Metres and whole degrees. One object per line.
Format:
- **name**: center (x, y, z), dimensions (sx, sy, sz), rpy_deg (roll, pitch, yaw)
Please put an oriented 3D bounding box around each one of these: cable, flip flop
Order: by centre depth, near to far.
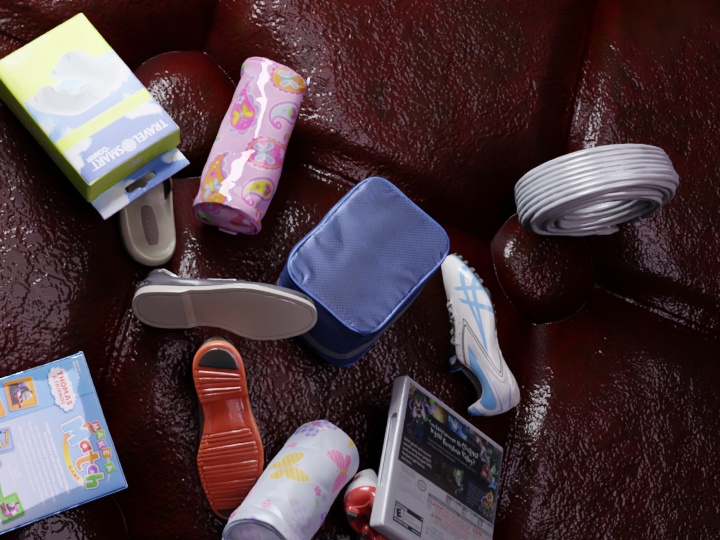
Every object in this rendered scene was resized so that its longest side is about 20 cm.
- **flip flop**: center (-0.240, -0.104, 1.641), dimensions (0.081, 0.058, 0.200), rpy_deg (-8, 83, -28)
- **cable**: center (0.288, -0.098, 1.831), dimensions (0.200, 0.200, 0.069), rpy_deg (-5, 76, -26)

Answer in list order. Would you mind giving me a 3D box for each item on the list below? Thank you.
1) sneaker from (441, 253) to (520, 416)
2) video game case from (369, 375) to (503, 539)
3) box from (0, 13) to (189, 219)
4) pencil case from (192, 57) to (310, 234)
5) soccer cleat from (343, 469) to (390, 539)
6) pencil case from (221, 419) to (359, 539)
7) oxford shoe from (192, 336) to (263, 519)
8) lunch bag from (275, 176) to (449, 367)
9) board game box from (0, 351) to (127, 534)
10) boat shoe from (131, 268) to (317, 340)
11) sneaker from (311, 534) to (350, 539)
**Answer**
- **sneaker**: center (0.130, 0.077, 1.788), dimensions (0.072, 0.072, 0.200), rpy_deg (-16, 80, -9)
- **video game case**: center (0.090, 0.243, 1.696), dimensions (0.200, 0.023, 0.182), rpy_deg (39, 50, -38)
- **box**: center (-0.286, -0.165, 1.597), dimensions (0.122, 0.048, 0.200), rpy_deg (-36, 76, -22)
- **pencil case**: center (-0.123, -0.141, 1.698), dimensions (0.087, 0.087, 0.200), rpy_deg (24, 68, -21)
- **soccer cleat**: center (0.034, 0.316, 1.685), dimensions (0.069, 0.085, 0.200), rpy_deg (-20, 108, 11)
- **pencil case**: center (-0.070, 0.245, 1.595), dimensions (0.200, 0.083, 0.091), rpy_deg (-54, 140, -54)
- **oxford shoe**: center (-0.142, 0.169, 1.626), dimensions (0.071, 0.073, 0.200), rpy_deg (-3, 100, -4)
- **lunch bag**: center (0.000, 0.000, 1.703), dimensions (0.136, 0.132, 0.200), rpy_deg (43, 63, 5)
- **board game box**: center (-0.355, 0.184, 1.530), dimensions (0.200, 0.037, 0.151), rpy_deg (-17, 87, -29)
- **boat shoe**: center (-0.143, 0.027, 1.619), dimensions (0.200, 0.073, 0.063), rpy_deg (4, 38, 6)
- **sneaker**: center (-0.091, 0.347, 1.616), dimensions (0.200, 0.066, 0.091), rpy_deg (-16, 89, -25)
